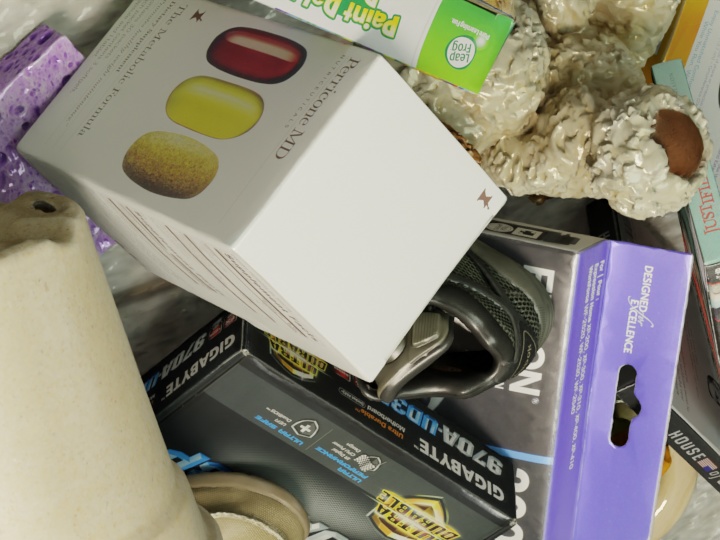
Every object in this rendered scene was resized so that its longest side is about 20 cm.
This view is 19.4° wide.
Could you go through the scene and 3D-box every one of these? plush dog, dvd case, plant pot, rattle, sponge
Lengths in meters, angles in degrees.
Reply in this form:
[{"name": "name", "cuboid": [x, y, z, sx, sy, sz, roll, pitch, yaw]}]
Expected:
[{"name": "plush dog", "cuboid": [0.075, -0.102, 1.130, 0.172, 0.200, 0.160, 14, 146, -24]}, {"name": "dvd case", "cuboid": [0.205, 0.063, 1.281, 0.025, 0.150, 0.200, -28, 132, 24]}, {"name": "plant pot", "cuboid": [-0.177, 0.067, 0.988, 0.200, 0.200, 0.184, -17, 110, -25]}, {"name": "dvd case", "cuboid": [0.199, -0.002, 1.196, 0.022, 0.146, 0.200, -14, 141, 8]}, {"name": "rattle", "cuboid": [0.160, 0.174, 1.300, 0.130, 0.143, 0.200, -2, 112, -28]}, {"name": "sponge", "cuboid": [-0.196, -0.019, 1.058, 0.200, 0.030, 0.112, -43, 127, -8]}]

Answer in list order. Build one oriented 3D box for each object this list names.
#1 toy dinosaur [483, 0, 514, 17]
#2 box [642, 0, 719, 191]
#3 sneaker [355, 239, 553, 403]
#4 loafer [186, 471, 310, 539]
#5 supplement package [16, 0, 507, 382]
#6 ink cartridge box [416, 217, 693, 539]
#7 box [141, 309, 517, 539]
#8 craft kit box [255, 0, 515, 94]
[{"name": "toy dinosaur", "cuboid": [0.030, -0.215, 1.064, 0.200, 0.058, 0.101, 46, 40, -3]}, {"name": "box", "cuboid": [0.241, -0.103, 1.289, 0.200, 0.041, 0.119, 8, 107, -37]}, {"name": "sneaker", "cuboid": [0.000, 0.000, 1.088, 0.199, 0.114, 0.076, 33, 114, 5]}, {"name": "loafer", "cuboid": [-0.119, 0.164, 1.110, 0.200, 0.067, 0.076, -19, 131, 19]}, {"name": "supplement package", "cuboid": [-0.050, -0.047, 0.993, 0.114, 0.200, 0.110, -54, 129, -11]}, {"name": "ink cartridge box", "cuboid": [0.073, 0.066, 1.176, 0.043, 0.200, 0.198, -46, 144, -62]}, {"name": "box", "cuboid": [-0.039, 0.113, 1.139, 0.200, 0.046, 0.159, 34, 125, -28]}, {"name": "craft kit box", "cuboid": [-0.059, -0.159, 0.972, 0.197, 0.200, 0.049, 22, 99, -37]}]
